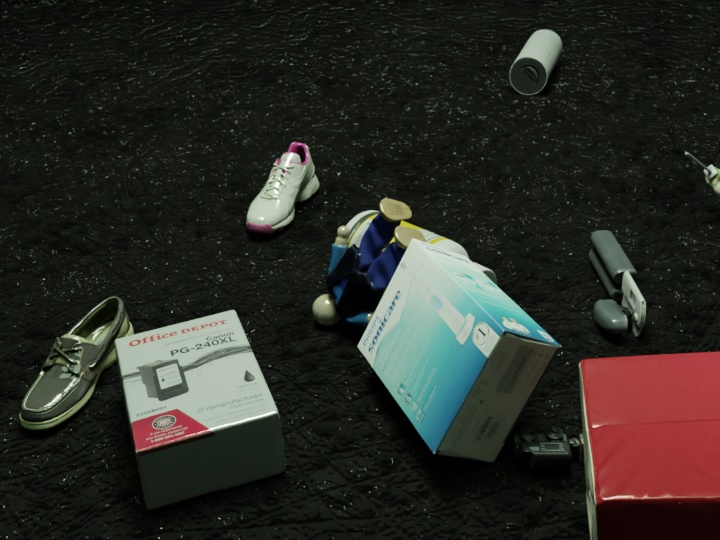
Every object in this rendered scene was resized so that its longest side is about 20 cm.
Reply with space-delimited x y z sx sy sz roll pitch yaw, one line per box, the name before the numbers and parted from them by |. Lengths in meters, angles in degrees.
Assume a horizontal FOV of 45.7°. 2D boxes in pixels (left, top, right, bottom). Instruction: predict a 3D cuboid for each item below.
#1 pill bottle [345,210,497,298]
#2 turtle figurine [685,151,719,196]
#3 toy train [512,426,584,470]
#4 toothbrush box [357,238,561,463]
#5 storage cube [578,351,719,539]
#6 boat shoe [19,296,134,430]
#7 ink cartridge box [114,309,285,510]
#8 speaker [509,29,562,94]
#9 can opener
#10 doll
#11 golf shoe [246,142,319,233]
pill bottle | 0.070 0.004 1.083 0.199 0.113 0.111 26 41 38
turtle figurine | 0.578 -0.150 1.229 0.200 0.144 0.194 47 20 0
toy train | 0.253 0.179 0.855 0.197 0.034 0.046 -2 35 3
toothbrush box | 0.095 0.080 0.907 0.084 0.148 0.200 16 19 -33
storage cube | 0.276 0.188 0.691 0.177 0.202 0.172 -4 31 12
boat shoe | -0.335 0.102 1.004 0.071 0.067 0.201 8 33 16
ink cartridge box | -0.176 0.139 0.911 0.143 0.084 0.200 -13 33 -16
speaker | 0.374 -0.443 1.810 0.080 0.082 0.200 8 34 18
can opener | 0.318 0.014 1.100 0.066 0.054 0.201 -3 30 -1
doll | 0.000 0.000 1.039 0.048 0.200 0.138 -3 55 -39
golf shoe | -0.128 -0.132 1.342 0.074 0.093 0.201 9 35 16
